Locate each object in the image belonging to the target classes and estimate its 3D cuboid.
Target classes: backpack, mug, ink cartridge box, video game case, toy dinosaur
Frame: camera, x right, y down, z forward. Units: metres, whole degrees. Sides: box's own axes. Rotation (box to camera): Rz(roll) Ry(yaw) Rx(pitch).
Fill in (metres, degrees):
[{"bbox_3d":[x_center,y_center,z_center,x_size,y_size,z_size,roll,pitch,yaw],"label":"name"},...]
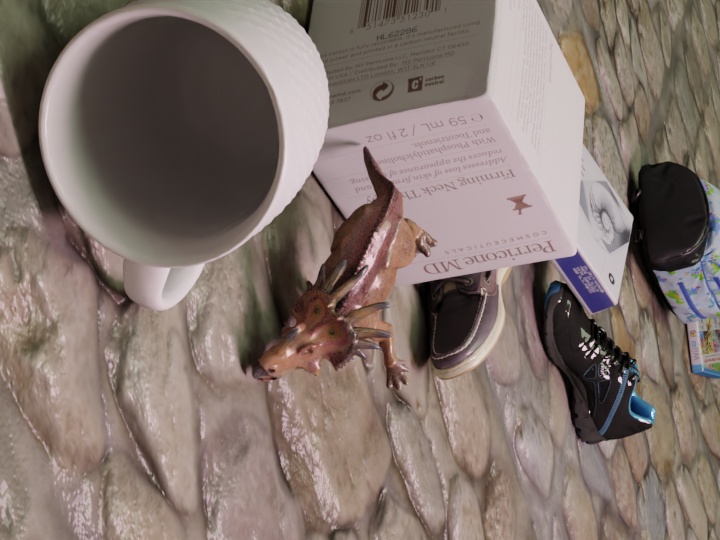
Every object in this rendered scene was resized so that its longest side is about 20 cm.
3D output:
[{"bbox_3d":[0.420,-0.019,2.343,0.201,0.152,0.164,74,13,-49],"label":"backpack"},{"bbox_3d":[-0.098,-0.071,1.117,0.175,0.146,0.202,-50,158,-70],"label":"mug"},{"bbox_3d":[0.211,-0.091,1.899,0.200,0.040,0.201,51,33,-27],"label":"ink cartridge box"},{"bbox_3d":[0.465,0.044,2.560,0.143,0.018,0.202,16,67,-66],"label":"video game case"},{"bbox_3d":[0.000,0.000,1.318,0.136,0.085,0.202,62,42,-71],"label":"toy dinosaur"}]

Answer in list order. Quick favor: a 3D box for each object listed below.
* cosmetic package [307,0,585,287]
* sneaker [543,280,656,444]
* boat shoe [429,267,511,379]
[{"bbox_3d":[0.068,-0.121,1.470,0.200,0.166,0.168,54,34,-46],"label":"cosmetic package"},{"bbox_3d":[0.245,0.089,1.927,0.201,0.081,0.073,64,30,-31],"label":"sneaker"},{"bbox_3d":[0.087,0.010,1.604,0.065,0.071,0.201,53,36,-27],"label":"boat shoe"}]
